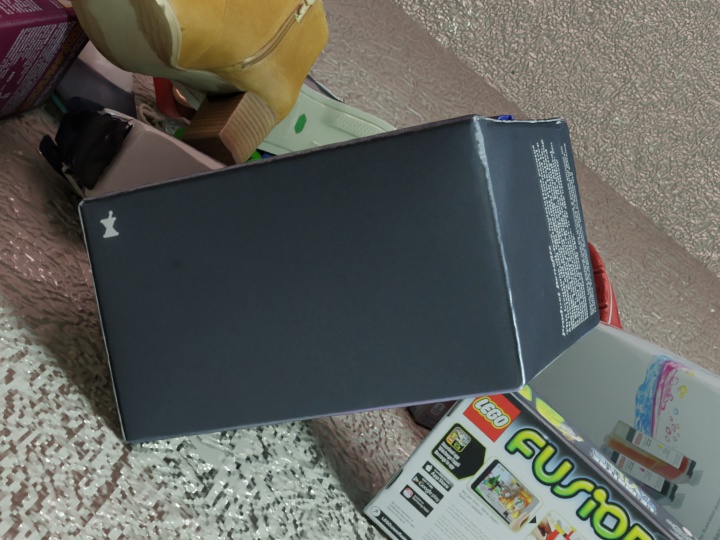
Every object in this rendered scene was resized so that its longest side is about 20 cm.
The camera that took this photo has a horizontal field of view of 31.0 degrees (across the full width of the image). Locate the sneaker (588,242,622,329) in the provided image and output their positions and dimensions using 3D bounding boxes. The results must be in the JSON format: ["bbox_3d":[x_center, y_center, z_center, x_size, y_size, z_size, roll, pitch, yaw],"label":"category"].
[{"bbox_3d":[0.205,0.081,1.123,0.115,0.077,0.203,36,46,-52],"label":"sneaker"}]

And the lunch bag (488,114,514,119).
[{"bbox_3d":[0.104,-0.026,1.133,0.151,0.093,0.203,-110,-175,-84],"label":"lunch bag"}]

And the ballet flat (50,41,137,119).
[{"bbox_3d":[-0.204,-0.160,0.894,0.200,0.073,0.073,46,17,19],"label":"ballet flat"}]

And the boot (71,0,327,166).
[{"bbox_3d":[-0.095,-0.174,0.803,0.070,0.145,0.202,4,-37,33],"label":"boot"}]

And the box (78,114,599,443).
[{"bbox_3d":[0.000,0.000,0.650,0.198,0.197,0.125,-14,94,-69],"label":"box"}]

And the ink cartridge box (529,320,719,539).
[{"bbox_3d":[0.199,0.136,0.795,0.199,0.146,0.145,30,7,38],"label":"ink cartridge box"}]

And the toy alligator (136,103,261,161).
[{"bbox_3d":[-0.101,-0.077,0.932,0.059,0.054,0.200,18,27,-53],"label":"toy alligator"}]

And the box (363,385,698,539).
[{"bbox_3d":[0.110,0.155,0.690,0.200,0.110,0.035,43,16,8],"label":"box"}]

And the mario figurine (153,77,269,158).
[{"bbox_3d":[-0.078,-0.123,1.003,0.200,0.106,0.124,49,-22,6],"label":"mario figurine"}]

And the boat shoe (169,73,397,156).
[{"bbox_3d":[-0.059,-0.113,0.924,0.199,0.072,0.068,32,-3,-4],"label":"boat shoe"}]

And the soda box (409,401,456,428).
[{"bbox_3d":[0.114,0.097,0.940,0.199,0.064,0.070,27,20,-36],"label":"soda box"}]

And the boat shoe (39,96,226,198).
[{"bbox_3d":[-0.108,-0.042,0.806,0.092,0.075,0.200,32,-5,46],"label":"boat shoe"}]

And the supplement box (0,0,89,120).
[{"bbox_3d":[-0.240,-0.148,0.749,0.110,0.086,0.200,39,16,-2],"label":"supplement box"}]
